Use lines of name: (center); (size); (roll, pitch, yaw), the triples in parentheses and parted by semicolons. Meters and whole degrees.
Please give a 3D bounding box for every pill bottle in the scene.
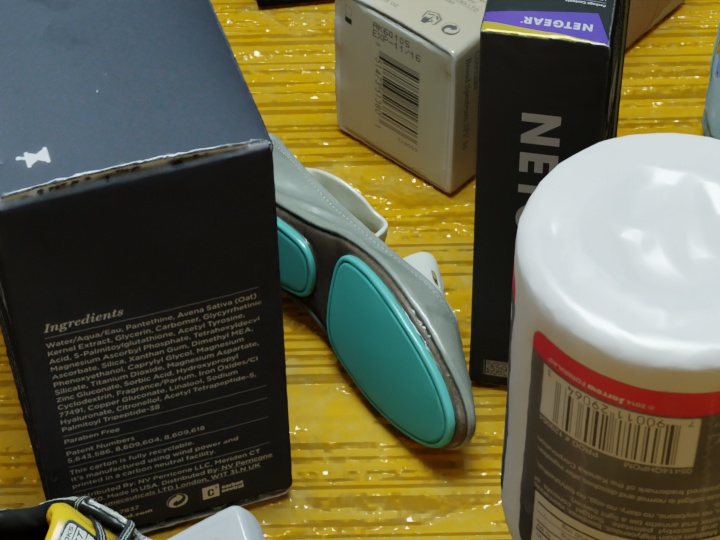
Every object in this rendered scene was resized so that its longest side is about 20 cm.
pill bottle: (0.107, 0.057, 0.719); (0.110, 0.201, 0.111); (0, 46, 1)

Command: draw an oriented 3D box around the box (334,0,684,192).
box: (0.080, -0.139, 0.985); (0.078, 0.095, 0.200); (32, 56, 28)

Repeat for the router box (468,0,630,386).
router box: (0.084, -0.071, 0.844); (0.052, 0.201, 0.158); (7, 46, 8)

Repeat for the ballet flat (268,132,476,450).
ballet flat: (0.000, 0.000, 0.873); (0.063, 0.068, 0.200); (-23, 50, -34)

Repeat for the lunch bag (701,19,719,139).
lunch bag: (0.244, -0.094, 0.883); (0.122, 0.171, 0.200); (-27, 49, -30)

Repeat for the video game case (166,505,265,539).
video game case: (-0.098, 0.198, 0.646); (0.199, 0.022, 0.183); (-28, 54, 9)

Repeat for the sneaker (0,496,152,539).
sneaker: (-0.093, 0.133, 0.734); (0.199, 0.082, 0.078); (8, 46, 8)

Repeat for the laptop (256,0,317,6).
laptop: (-0.036, -0.248, 1.026); (0.199, 0.188, 0.116); (-6, 46, -4)

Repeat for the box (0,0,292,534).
box: (-0.098, -0.013, 0.792); (0.104, 0.201, 0.148); (-13, 47, -12)
